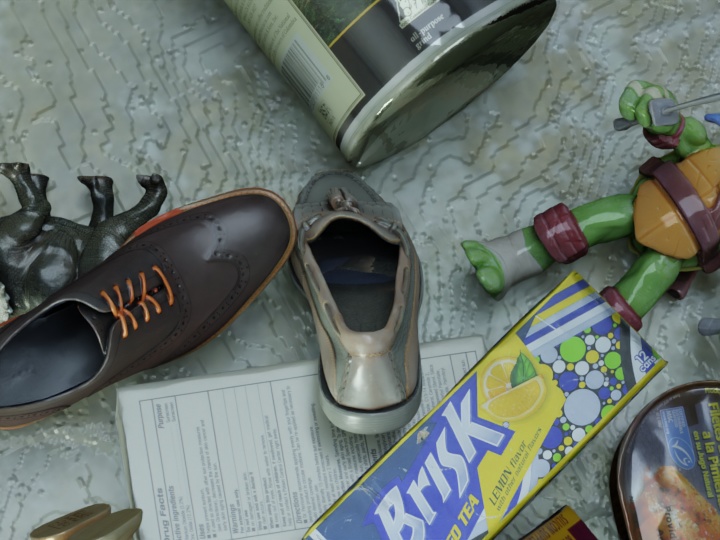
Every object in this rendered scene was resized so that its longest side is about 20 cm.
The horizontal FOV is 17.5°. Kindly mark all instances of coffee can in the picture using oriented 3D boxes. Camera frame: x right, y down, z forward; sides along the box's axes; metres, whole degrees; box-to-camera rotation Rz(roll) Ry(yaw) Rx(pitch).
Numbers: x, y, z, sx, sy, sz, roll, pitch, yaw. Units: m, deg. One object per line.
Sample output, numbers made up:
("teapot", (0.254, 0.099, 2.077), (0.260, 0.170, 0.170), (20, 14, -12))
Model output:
("coffee can", (-0.009, -0.179, 1.297), (0.146, 0.146, 0.200), (-35, 81, -14))

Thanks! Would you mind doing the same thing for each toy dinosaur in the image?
("toy dinosaur", (-0.156, -0.004, 1.279), (0.200, 0.077, 0.103), (5, 85, -10))

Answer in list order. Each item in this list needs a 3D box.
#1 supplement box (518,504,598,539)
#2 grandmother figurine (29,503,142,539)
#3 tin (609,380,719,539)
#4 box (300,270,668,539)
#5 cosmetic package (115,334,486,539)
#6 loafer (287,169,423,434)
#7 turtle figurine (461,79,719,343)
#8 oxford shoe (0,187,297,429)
("supplement box", (0.123, 0.232, 1.193), (0.086, 0.110, 0.200), (-43, 81, 23))
("grandmother figurine", (-0.111, 0.220, 1.188), (0.060, 0.121, 0.200), (-22, 101, -23))
("tin", (0.202, 0.160, 1.275), (0.112, 0.042, 0.200), (-10, 75, -4))
("box", (0.059, 0.096, 1.191), (0.070, 0.064, 0.200), (45, 74, 6))
("cosmetic package", (-0.025, 0.103, 1.250), (0.200, 0.073, 0.104), (-7, 75, -8))
("loafer", (0.000, 0.000, 1.237), (0.072, 0.063, 0.200), (-6, 38, -4))
("turtle figurine", (0.161, -0.020, 1.254), (0.194, 0.200, 0.144), (-33, 121, 6))
("oxford shoe", (-0.116, 0.023, 1.209), (0.200, 0.073, 0.071), (-34, 95, -9))
